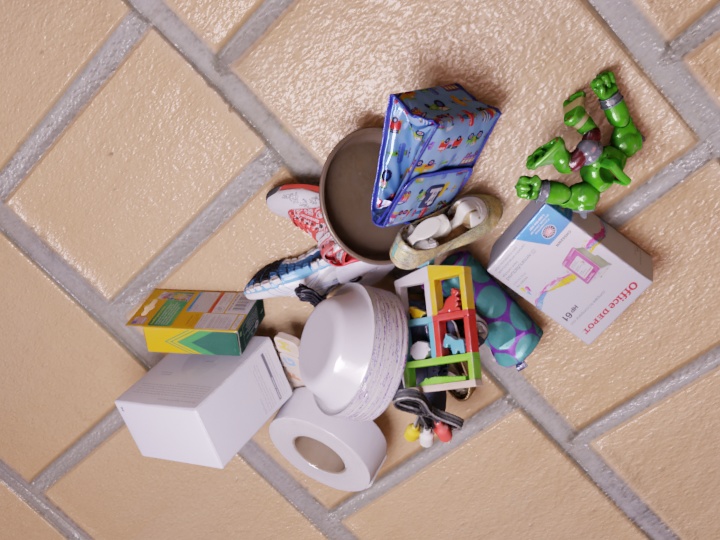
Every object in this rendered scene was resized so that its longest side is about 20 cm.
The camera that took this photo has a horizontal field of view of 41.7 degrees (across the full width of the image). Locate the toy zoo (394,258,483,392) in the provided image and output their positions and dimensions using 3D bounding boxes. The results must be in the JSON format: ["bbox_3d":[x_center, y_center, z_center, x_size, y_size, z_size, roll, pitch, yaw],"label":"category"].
[{"bbox_3d":[0.110,0.073,1.372,0.131,0.020,0.202,-12,78,41],"label":"toy zoo"}]

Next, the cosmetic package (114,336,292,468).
[{"bbox_3d":[-0.258,0.212,1.573,0.198,0.200,0.124,-1,119,38],"label":"cosmetic package"}]

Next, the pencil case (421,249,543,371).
[{"bbox_3d":[0.193,0.062,1.470,0.092,0.085,0.200,-40,102,14],"label":"pencil case"}]

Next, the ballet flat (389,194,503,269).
[{"bbox_3d":[0.130,-0.067,1.366,0.199,0.071,0.071,-28,114,-19],"label":"ballet flat"}]

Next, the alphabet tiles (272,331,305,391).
[{"bbox_3d":[-0.085,0.185,1.598,0.194,0.015,0.201,18,142,27],"label":"alphabet tiles"}]

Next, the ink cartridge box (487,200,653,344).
[{"bbox_3d":[0.311,-0.009,1.400,0.199,0.085,0.145,35,120,-6],"label":"ink cartridge box"}]

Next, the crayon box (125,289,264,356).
[{"bbox_3d":[-0.274,0.085,1.582,0.198,0.126,0.052,2,119,14],"label":"crayon box"}]

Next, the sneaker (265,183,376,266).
[{"bbox_3d":[-0.063,-0.067,1.442,0.200,0.109,0.067,6,155,16],"label":"sneaker"}]

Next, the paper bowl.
[{"bbox_3d":[-0.020,0.118,1.405,0.104,0.201,0.201,15,125,-27],"label":"paper bowl"}]

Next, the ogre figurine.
[{"bbox_3d":[0.311,-0.159,1.304,0.120,0.201,0.098,37,163,-19],"label":"ogre figurine"}]

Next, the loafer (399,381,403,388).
[{"bbox_3d":[0.062,0.178,1.529,0.072,0.073,0.200,5,160,43],"label":"loafer"}]

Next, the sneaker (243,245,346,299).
[{"bbox_3d":[-0.097,0.023,1.535,0.199,0.075,0.087,-18,118,23],"label":"sneaker"}]

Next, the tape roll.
[{"bbox_3d":[-0.055,0.292,1.624,0.201,0.071,0.203,21,143,17],"label":"tape roll"}]

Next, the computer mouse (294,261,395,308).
[{"bbox_3d":[0.000,0.000,1.473,0.200,0.044,0.110,-43,124,12],"label":"computer mouse"}]

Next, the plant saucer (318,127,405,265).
[{"bbox_3d":[0.022,-0.108,1.384,0.201,0.200,0.029,56,154,-17],"label":"plant saucer"}]

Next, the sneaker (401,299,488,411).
[{"bbox_3d":[0.133,0.139,1.445,0.145,0.077,0.204,-2,116,38],"label":"sneaker"}]

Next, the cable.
[{"bbox_3d":[0.103,0.227,1.424,0.096,0.051,0.200,-1,158,12],"label":"cable"}]

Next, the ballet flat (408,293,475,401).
[{"bbox_3d":[0.131,0.127,1.534,0.068,0.063,0.201,-27,108,27],"label":"ballet flat"}]

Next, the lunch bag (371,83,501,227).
[{"bbox_3d":[0.090,-0.149,1.334,0.094,0.150,0.201,39,127,29],"label":"lunch bag"}]
